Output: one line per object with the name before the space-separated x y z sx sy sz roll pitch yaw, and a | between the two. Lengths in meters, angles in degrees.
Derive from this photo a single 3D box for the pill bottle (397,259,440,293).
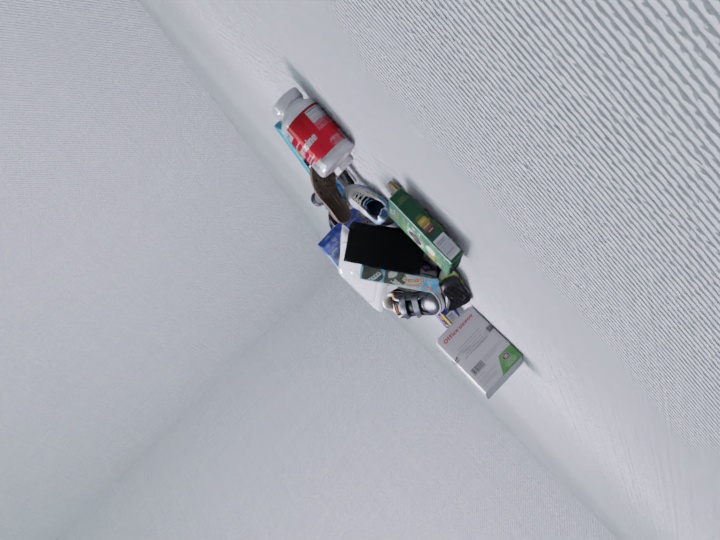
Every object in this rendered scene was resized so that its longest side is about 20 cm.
pill bottle | 0.142 0.005 1.864 0.200 0.112 0.113 44 174 37

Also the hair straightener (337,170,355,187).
hair straightener | -0.019 -0.246 1.850 0.202 0.041 0.077 54 162 -3

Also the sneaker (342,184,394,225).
sneaker | 0.017 -0.185 1.717 0.199 0.073 0.072 36 -176 39

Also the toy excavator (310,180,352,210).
toy excavator | -0.055 -0.219 1.989 0.100 0.194 0.201 -164 75 -81

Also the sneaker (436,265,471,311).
sneaker | 0.237 0.034 1.665 0.201 0.070 0.084 62 -174 -61

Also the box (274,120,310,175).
box | -0.157 -0.360 1.839 0.049 0.082 0.201 38 170 51

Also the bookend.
bookend | 0.046 -0.066 1.637 0.194 0.095 0.199 10 -172 -11

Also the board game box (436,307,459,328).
board game box | 0.232 0.088 2.015 0.201 0.062 0.200 48 176 1

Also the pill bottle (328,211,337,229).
pill bottle | -0.056 -0.176 2.186 0.112 0.112 0.200 47 175 1

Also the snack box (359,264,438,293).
snack box | 0.095 0.016 1.625 0.194 0.038 0.116 11 -174 -1

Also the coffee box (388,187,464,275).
coffee box | 0.142 -0.085 1.413 0.200 0.044 0.123 46 174 12

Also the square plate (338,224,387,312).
square plate | 0.000 0.000 1.818 0.199 0.028 0.201 43 148 26

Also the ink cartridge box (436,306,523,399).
ink cartridge box | 0.327 0.224 1.765 0.200 0.146 0.085 46 177 27

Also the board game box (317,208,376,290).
board game box | -0.002 -0.078 1.967 0.200 0.200 0.043 50 170 -35

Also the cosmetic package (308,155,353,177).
cosmetic package | -0.082 -0.292 1.750 0.083 0.050 0.200 50 165 -6

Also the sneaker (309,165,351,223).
sneaker | -0.094 -0.215 1.746 0.075 0.070 0.202 41 163 53

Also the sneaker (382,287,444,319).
sneaker | 0.140 0.093 1.740 0.198 0.078 0.080 3 114 54

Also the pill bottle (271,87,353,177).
pill bottle | -0.117 -0.334 1.538 0.201 0.112 0.112 48 175 0

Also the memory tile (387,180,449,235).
memory tile | 0.141 -0.120 1.496 0.200 0.017 0.154 46 174 23
